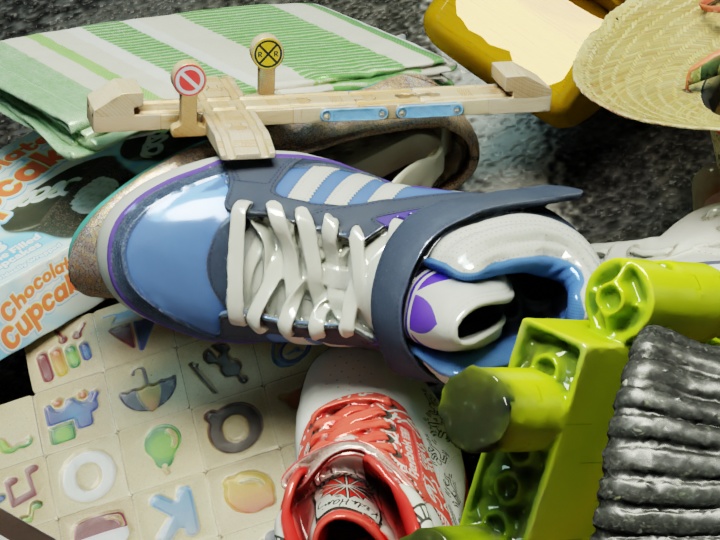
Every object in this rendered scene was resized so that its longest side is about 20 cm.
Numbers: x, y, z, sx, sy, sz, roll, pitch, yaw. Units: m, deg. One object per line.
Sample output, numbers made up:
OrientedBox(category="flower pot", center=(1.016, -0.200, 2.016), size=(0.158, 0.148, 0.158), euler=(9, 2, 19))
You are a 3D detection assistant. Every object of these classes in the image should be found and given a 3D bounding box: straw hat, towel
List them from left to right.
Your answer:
OrientedBox(category="towel", center=(-0.076, -0.091, 1.395), size=(0.199, 0.023, 0.152), euler=(-12, 23, -29))
OrientedBox(category="straw hat", center=(0.187, -0.061, 1.263), size=(0.200, 0.085, 0.201), euler=(-8, 24, 3))

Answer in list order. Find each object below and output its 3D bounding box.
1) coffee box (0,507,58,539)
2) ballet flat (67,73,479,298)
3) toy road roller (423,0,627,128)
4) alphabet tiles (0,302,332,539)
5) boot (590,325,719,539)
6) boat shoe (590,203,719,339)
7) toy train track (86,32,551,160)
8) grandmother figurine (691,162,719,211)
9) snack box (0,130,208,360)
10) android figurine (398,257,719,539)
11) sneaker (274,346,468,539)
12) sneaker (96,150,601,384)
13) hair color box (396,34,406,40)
OrientedBox(category="coffee box", center=(-0.109, 0.178, 1.141), size=(0.200, 0.080, 0.113), euler=(24, 66, 42))
OrientedBox(category="ballet flat", center=(-0.031, -0.030, 1.309), size=(0.200, 0.068, 0.067), euler=(-28, 47, -24))
OrientedBox(category="toy road roller", center=(0.108, -0.136, 1.423), size=(0.123, 0.200, 0.146), euler=(37, 86, 16))
OrientedBox(category="alphabet tiles", center=(-0.081, 0.091, 1.272), size=(0.166, 0.006, 0.200), euler=(-18, 53, 2))
OrientedBox(category="boot", center=(0.173, 0.037, 1.056), size=(0.157, 0.080, 0.212), euler=(10, 61, 21))
OrientedBox(category="boat shoe", center=(0.142, 0.004, 1.227), size=(0.200, 0.071, 0.070), euler=(-16, 49, 64))
OrientedBox(category="toy train track", center=(-0.017, -0.081, 1.285), size=(0.199, 0.033, 0.115), euler=(-3, 20, -13))
OrientedBox(category="grandmother figurine", center=(0.187, 0.021, 1.276), size=(0.121, 0.061, 0.200), euler=(-34, 31, 25))
OrientedBox(category="snack box", center=(-0.141, -0.023, 1.373), size=(0.200, 0.037, 0.116), euler=(-31, 33, -23))
OrientedBox(category="android figurine", center=(0.092, 0.082, 1.130), size=(0.041, 0.183, 0.200), euler=(24, 10, 37))
OrientedBox(category="sneaker", center=(0.003, 0.083, 1.180), size=(0.067, 0.108, 0.202), euler=(-13, 50, 6))
OrientedBox(category="sneaker", center=(0.000, 0.000, 1.201), size=(0.199, 0.081, 0.146), euler=(4, 7, -11))
OrientedBox(category="hair color box", center=(-0.010, -0.024, 1.409), size=(0.099, 0.061, 0.200), euler=(-15, 35, 5))
